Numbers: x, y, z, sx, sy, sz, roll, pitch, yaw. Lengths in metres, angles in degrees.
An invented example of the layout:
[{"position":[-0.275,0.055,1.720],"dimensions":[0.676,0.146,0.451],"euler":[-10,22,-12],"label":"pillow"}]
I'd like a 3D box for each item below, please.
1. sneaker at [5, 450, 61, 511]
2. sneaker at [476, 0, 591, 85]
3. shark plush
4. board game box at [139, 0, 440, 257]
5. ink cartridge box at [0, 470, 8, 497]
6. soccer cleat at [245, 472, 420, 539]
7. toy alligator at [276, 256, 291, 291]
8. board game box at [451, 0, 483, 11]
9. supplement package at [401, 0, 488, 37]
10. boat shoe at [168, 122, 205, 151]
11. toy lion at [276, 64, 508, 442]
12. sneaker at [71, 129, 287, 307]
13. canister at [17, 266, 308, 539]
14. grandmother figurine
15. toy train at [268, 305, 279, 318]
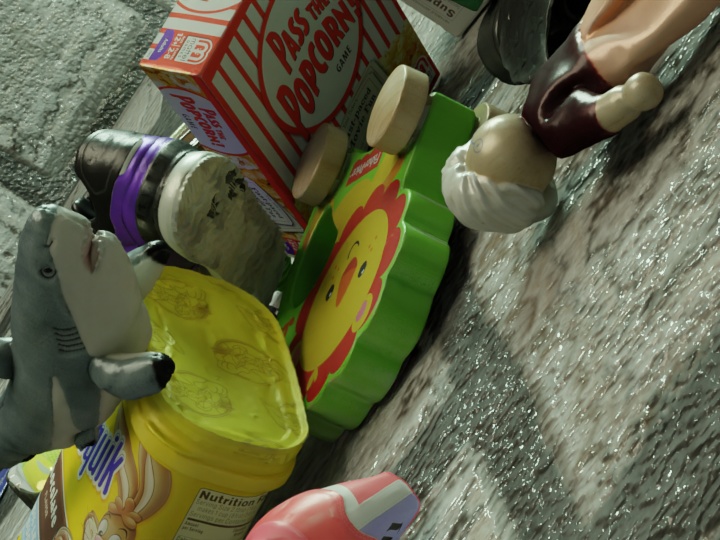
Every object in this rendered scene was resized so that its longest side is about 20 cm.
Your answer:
[{"position":[-0.148,0.117,1.269],"dimensions":[0.090,0.078,0.200],"euler":[-44,-4,8],"label":"sneaker"},{"position":[0.114,-0.164,1.055],"dimensions":[0.200,0.060,0.104],"euler":[-68,14,-19],"label":"sneaker"},{"position":[-0.162,0.042,1.029],"dimensions":[0.200,0.083,0.091],"euler":[-44,36,45],"label":"shark plush"},{"position":[-0.036,-0.119,1.236],"dimensions":[0.046,0.200,0.152],"euler":[13,65,33],"label":"board game box"},{"position":[-0.422,0.277,2.078],"dimensions":[0.200,0.047,0.198],"euler":[-47,15,48],"label":"ink cartridge box"},{"position":[-0.038,0.144,0.920],"dimensions":[0.076,0.067,0.200],"euler":[-29,-10,-31],"label":"soccer cleat"},{"position":[-0.065,-0.006,1.362],"dimensions":[0.059,0.054,0.200],"euler":[-27,-16,-8],"label":"toy alligator"},{"position":[0.074,-0.238,1.126],"dimensions":[0.135,0.029,0.200],"euler":[-58,18,25],"label":"board game box"},{"position":[0.076,-0.269,1.312],"dimensions":[0.200,0.114,0.110],"euler":[-50,16,32],"label":"supplement package"},{"position":[-0.055,-0.093,1.370],"dimensions":[0.202,0.075,0.075],"euler":[-38,9,-36],"label":"boat shoe"},{"position":[0.000,0.000,1.108],"dimensions":[0.200,0.069,0.192],"euler":[-26,41,67],"label":"toy lion"},{"position":[-0.107,-0.023,1.171],"dimensions":[0.070,0.099,0.200],"euler":[-62,-20,-21],"label":"sneaker"},{"position":[-0.113,0.120,1.085],"dimensions":[0.200,0.086,0.149],"euler":[-62,25,25],"label":"canister"},{"position":[0.107,-0.095,0.916],"dimensions":[0.200,0.061,0.121],"euler":[-50,6,23],"label":"grandmother figurine"},{"position":[-0.069,0.073,1.231],"dimensions":[0.056,0.042,0.200],"euler":[-44,16,16],"label":"toy train"}]
